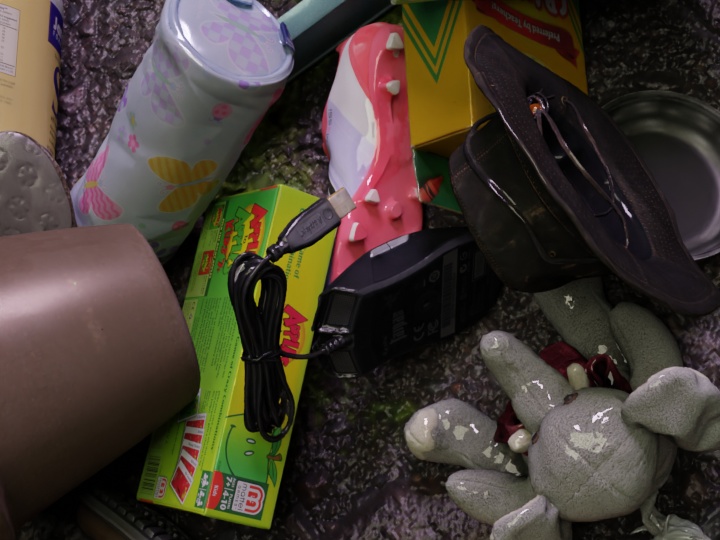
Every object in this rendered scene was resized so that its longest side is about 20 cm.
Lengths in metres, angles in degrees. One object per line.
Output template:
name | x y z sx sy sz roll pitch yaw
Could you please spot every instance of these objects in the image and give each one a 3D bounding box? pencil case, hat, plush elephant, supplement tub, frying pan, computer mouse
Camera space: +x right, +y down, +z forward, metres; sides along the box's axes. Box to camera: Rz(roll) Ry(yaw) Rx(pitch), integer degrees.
pencil case | -0.118 -0.088 0.874 0.200 0.083 0.091 -53 43 41
hat | 0.102 -0.032 0.748 0.081 0.200 0.201 -41 67 22
plush elephant | 0.116 0.088 0.768 0.165 0.155 0.200 -43 68 2
supplement tub | -0.280 -0.138 0.956 0.144 0.145 0.201 -4 75 16
frying pan | 0.220 -0.053 0.840 0.189 0.031 0.116 4 66 -4
computer mouse | 0.000 0.000 0.814 0.199 0.141 0.046 -29 43 -25

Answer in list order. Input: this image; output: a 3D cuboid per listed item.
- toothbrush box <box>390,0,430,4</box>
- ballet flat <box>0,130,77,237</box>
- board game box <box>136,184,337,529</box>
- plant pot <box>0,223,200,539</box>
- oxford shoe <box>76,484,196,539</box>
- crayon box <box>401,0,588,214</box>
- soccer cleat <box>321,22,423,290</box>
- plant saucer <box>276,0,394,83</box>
toothbrush box | 0.103 -0.242 0.786 0.199 0.086 0.147 -11 80 -19
ballet flat | -0.201 0.004 0.901 0.067 0.046 0.201 -19 109 0
board game box | -0.077 0.053 0.868 0.101 0.047 0.201 -5 70 57
plant pot | -0.194 0.052 0.809 0.174 0.201 0.201 -23 68 -16
oxford shoe | -0.117 0.213 0.853 0.200 0.073 0.084 43 92 22
crayon box | 0.084 -0.129 0.850 0.051 0.127 0.201 -16 71 40
soccer cleat | 0.003 -0.061 0.902 0.076 0.066 0.201 2 83 55
plant saucer | -0.017 -0.170 0.924 0.199 0.070 0.019 -35 76 6
